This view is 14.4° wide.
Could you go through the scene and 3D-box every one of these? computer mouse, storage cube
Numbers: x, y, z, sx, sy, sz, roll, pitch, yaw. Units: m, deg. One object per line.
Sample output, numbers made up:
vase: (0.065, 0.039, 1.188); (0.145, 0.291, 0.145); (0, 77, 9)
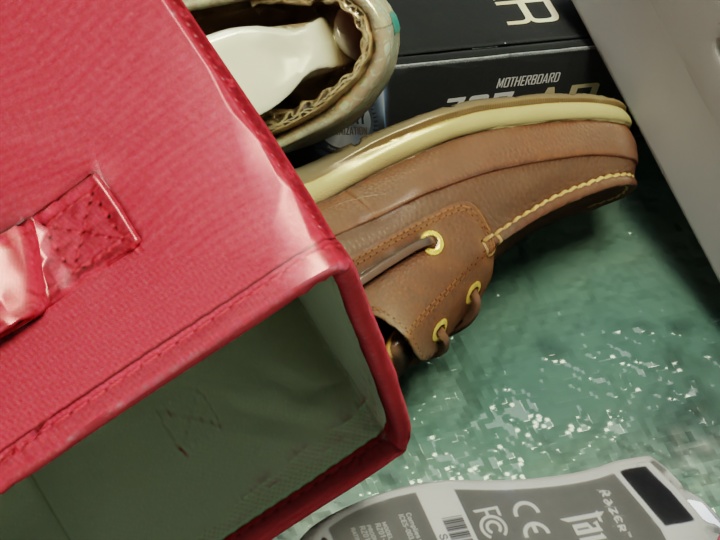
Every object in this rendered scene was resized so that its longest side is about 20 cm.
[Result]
computer mouse: (0.068, 0.085, 0.754); (0.199, 0.044, 0.110); (-6, 53, -24)
storage cube: (-0.111, -0.004, 0.642); (0.170, 0.200, 0.180); (-33, 75, -4)

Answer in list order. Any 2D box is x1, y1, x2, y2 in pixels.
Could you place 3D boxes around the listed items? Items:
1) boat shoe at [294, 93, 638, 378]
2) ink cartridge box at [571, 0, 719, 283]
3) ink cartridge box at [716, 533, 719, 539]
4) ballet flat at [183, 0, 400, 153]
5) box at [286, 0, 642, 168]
boat shoe: (0.000, 0.000, 0.810); (0.199, 0.072, 0.068); (-18, 83, -32)
ink cartridge box: (0.183, -0.072, 0.860); (0.199, 0.088, 0.146); (-22, 79, -30)
ink cartridge box: (0.172, 0.108, 0.635); (0.199, 0.084, 0.145); (13, 54, 38)
ballet flat: (-0.083, -0.041, 0.779); (0.199, 0.062, 0.068); (-23, 97, -6)
box: (0.010, -0.120, 0.926); (0.159, 0.044, 0.201); (-7, 48, -23)
